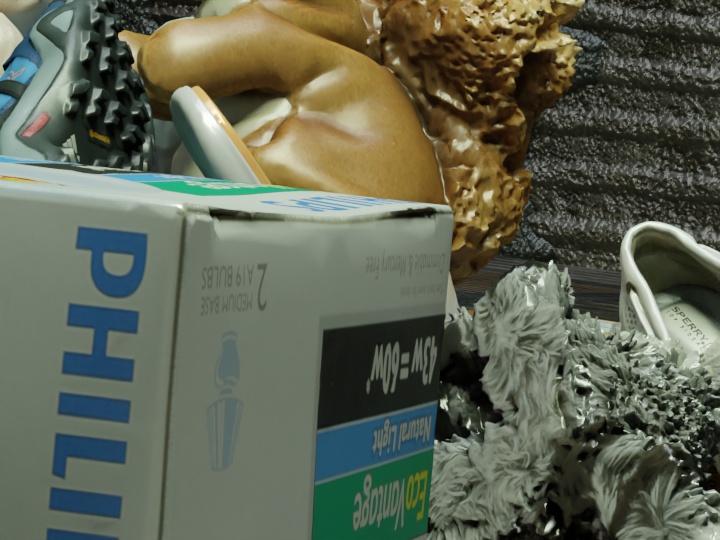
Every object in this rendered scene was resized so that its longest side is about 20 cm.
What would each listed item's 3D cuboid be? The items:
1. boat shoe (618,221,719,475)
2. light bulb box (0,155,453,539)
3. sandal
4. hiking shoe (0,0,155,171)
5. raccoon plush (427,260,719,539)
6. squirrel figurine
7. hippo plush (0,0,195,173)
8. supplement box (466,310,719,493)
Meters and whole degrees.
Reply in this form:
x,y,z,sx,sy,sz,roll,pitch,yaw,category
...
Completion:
x,y,z,sx,sy,sz,roll,pitch,yaw,category
0.156,0.042,1.061,0.071,0.070,0.200,-33,38,-16,boat shoe
-0.101,0.035,0.665,0.199,0.126,0.198,6,3,17,light bulb box
0.003,0.003,1.040,0.059,0.207,0.079,-34,34,-2,sandal
-0.127,-0.040,0.982,0.086,0.075,0.200,-11,28,12,hiking shoe
0.098,0.083,0.907,0.134,0.097,0.200,20,24,-37,raccoon plush
-0.013,-0.088,1.161,0.199,0.188,0.141,2,-13,-21,squirrel figurine
-0.126,-0.050,1.235,0.160,0.201,0.160,22,28,-7,hippo plush
0.127,0.060,1.195,0.199,0.067,0.069,8,6,43,supplement box
